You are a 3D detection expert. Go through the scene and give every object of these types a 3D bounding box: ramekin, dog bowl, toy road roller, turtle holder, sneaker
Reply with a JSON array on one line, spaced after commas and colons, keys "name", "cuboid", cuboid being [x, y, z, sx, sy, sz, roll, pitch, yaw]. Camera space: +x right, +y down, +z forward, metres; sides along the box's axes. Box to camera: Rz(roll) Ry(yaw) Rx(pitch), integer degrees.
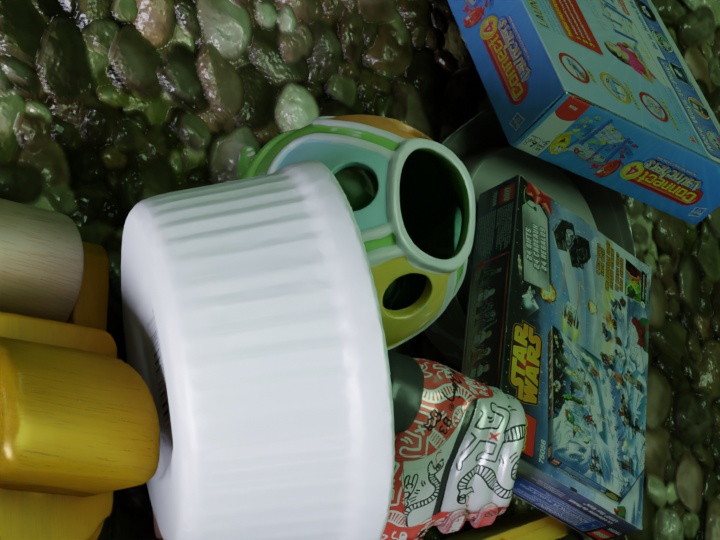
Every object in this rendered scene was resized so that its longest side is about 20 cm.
[{"name": "ramekin", "cuboid": [-0.058, 0.049, 0.826, 0.098, 0.200, 0.201, -7, 82, -15]}, {"name": "dog bowl", "cuboid": [0.106, -0.012, 1.148, 0.200, 0.059, 0.200, 14, 69, -40]}, {"name": "toy road roller", "cuboid": [-0.168, 0.051, 0.814, 0.123, 0.146, 0.200, 13, 69, -40]}, {"name": "turtle holder", "cuboid": [-0.006, -0.009, 0.992, 0.141, 0.132, 0.186, 44, 52, -25]}, {"name": "sneaker", "cuboid": [0.019, 0.145, 0.937, 0.108, 0.067, 0.201, 17, 108, -25]}]

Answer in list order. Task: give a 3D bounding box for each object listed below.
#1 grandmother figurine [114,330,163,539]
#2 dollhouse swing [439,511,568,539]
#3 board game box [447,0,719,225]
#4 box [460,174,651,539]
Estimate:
[{"name": "grandmother figurine", "cuboid": [-0.095, 0.066, 0.942, 0.121, 0.061, 0.200, 9, 69, -32]}, {"name": "dollhouse swing", "cuboid": [0.134, 0.252, 1.014, 0.182, 0.176, 0.200, -10, 83, -44]}, {"name": "board game box", "cuboid": [0.162, -0.146, 1.186, 0.196, 0.056, 0.200, 19, 39, -37]}, {"name": "box", "cuboid": [0.126, 0.056, 1.063, 0.137, 0.040, 0.200, 33, 50, -31]}]
